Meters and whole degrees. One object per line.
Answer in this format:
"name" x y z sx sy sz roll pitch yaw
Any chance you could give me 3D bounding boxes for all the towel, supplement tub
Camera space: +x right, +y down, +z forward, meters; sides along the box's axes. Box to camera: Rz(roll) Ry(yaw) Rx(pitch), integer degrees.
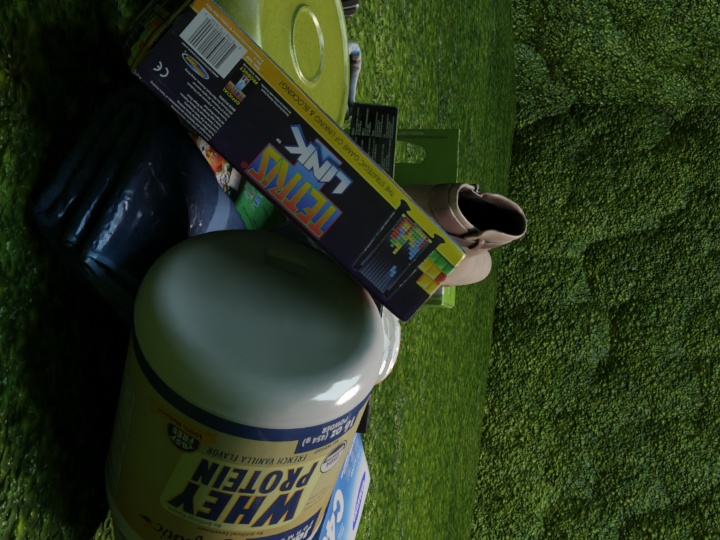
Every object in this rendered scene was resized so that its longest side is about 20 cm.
"towel" -0.121 -0.018 0.644 0.113 0.048 0.201 -63 158 -18
"supplement tub" -0.077 0.093 0.619 0.145 0.142 0.202 -69 178 -53

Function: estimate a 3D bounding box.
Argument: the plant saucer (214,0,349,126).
"plant saucer" -0.049 -0.160 0.738 0.199 0.030 0.205 0 90 -68

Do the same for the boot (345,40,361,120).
"boot" -0.057 -0.134 0.849 0.074 0.094 0.202 79 20 -45

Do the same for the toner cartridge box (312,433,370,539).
"toner cartridge box" -0.038 0.239 0.932 0.202 0.042 0.096 -72 158 -45

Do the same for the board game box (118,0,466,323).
"board game box" -0.046 -0.075 0.593 0.200 0.057 0.165 43 1 -22

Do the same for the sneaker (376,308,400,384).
"sneaker" -0.007 0.015 1.047 0.092 0.074 0.205 22 64 -68

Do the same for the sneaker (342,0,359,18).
"sneaker" -0.040 -0.314 0.937 0.201 0.076 0.092 76 14 -56

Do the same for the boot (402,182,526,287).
"boot" 0.103 -0.034 1.003 0.197 0.145 0.072 13 73 -39

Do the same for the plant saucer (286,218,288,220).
"plant saucer" -0.065 -0.018 0.982 0.200 0.031 0.205 4 90 -77

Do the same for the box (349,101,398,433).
"box" 0.000 0.000 0.861 0.195 0.046 0.203 92 3 -51

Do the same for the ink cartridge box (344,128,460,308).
"ink cartridge box" 0.032 -0.064 1.142 0.076 0.145 0.205 16 76 -75

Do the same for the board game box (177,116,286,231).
"board game box" -0.108 -0.050 0.737 0.106 0.023 0.201 -61 157 -23

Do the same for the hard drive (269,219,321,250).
"hard drive" -0.060 0.076 0.756 0.136 0.042 0.202 57 -41 38
